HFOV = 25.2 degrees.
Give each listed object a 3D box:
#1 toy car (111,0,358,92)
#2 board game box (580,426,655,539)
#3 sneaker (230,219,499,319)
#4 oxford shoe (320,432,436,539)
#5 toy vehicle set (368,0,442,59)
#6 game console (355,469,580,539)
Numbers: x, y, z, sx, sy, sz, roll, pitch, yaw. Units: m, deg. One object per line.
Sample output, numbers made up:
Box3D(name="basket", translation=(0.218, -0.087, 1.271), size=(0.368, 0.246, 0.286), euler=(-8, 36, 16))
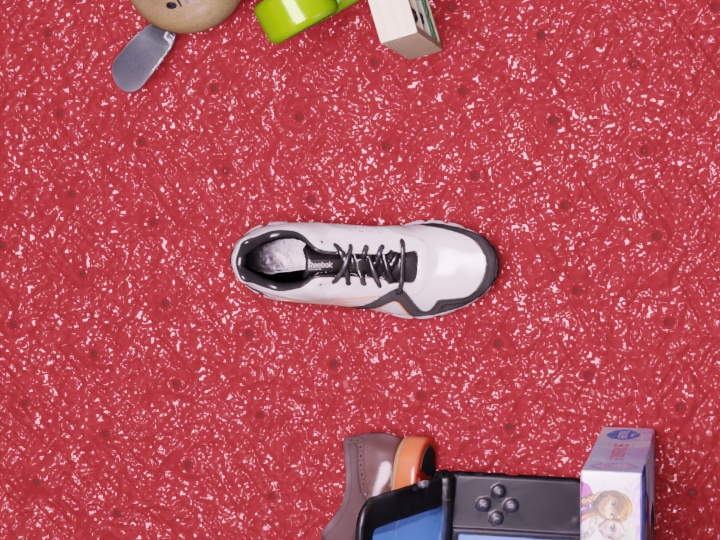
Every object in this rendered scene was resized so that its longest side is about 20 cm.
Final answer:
Box3D(name="toy car", translation=(-0.125, -0.218, 1.150), size=(0.200, 0.158, 0.164), euler=(-26, 98, 22))
Box3D(name="board game box", translation=(0.174, 0.217, 1.079), size=(0.041, 0.200, 0.200), euler=(1, 93, 12))
Box3D(name="sneaker", translation=(0.000, 0.000, 1.164), size=(0.200, 0.080, 0.074), euler=(-1, 91, 9))
Box3D(name="oxford shoe", translation=(0.008, 0.218, 1.182), size=(0.072, 0.071, 0.200), euler=(6, 85, 19))
Box3D(name="toy vehicle set", translation=(0.009, -0.251, 1.126), size=(0.026, 0.124, 0.200), euler=(-16, 90, 11))
Box3D(name="game console", translation=(0.079, 0.250, 1.124), size=(0.176, 0.116, 0.200), euler=(4, 96, 0))
